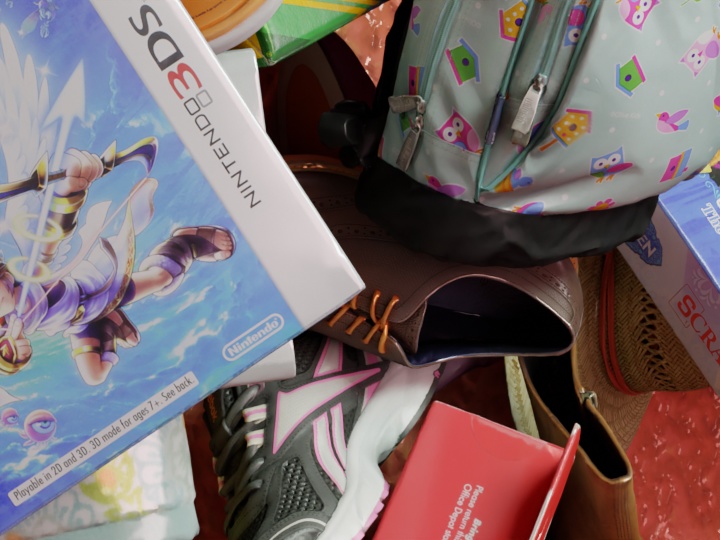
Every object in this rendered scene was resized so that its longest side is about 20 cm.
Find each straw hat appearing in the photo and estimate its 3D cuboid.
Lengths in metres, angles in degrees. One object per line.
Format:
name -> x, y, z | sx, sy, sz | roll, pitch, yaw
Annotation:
straw hat -> 0.148, 0.012, 1.422 | 0.201, 0.085, 0.201 | -15, 108, -60

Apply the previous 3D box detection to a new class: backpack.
backpack -> 0.091, -0.104, 1.230 | 0.167, 0.127, 0.200 | -14, 130, -49

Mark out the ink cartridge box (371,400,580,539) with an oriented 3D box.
ink cartridge box -> 0.036, 0.135, 1.279 | 0.067, 0.200, 0.116 | 21, 67, 6

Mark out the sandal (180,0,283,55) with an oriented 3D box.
sandal -> -0.126, -0.118, 1.140 | 0.059, 0.206, 0.079 | 38, 48, -83

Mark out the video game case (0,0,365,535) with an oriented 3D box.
video game case -> -0.130, -0.014, 1.088 | 0.200, 0.045, 0.181 | -34, 96, -7

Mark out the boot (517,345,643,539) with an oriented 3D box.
boot -> 0.127, 0.148, 1.333 | 0.068, 0.188, 0.200 | -14, 137, -6

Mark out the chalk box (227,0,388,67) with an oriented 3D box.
chalk box -> -0.029, -0.174, 1.276 | 0.200, 0.124, 0.124 | -31, 108, -38

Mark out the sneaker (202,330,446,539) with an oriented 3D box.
sneaker -> -0.036, 0.082, 1.274 | 0.086, 0.080, 0.200 | 34, 31, -4

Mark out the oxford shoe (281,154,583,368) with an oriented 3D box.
oxford shoe -> 0.000, 0.000, 1.277 | 0.200, 0.073, 0.071 | 3, 124, -8

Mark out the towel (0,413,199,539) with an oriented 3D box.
towel -> -0.171, 0.038, 1.127 | 0.200, 0.048, 0.171 | -10, 96, -10

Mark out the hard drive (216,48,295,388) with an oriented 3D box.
hard drive -> -0.132, -0.009, 1.168 | 0.200, 0.026, 0.132 | -8, 94, -9

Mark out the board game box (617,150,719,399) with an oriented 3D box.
board game box -> 0.205, -0.029, 1.393 | 0.199, 0.041, 0.200 | -20, 70, -41

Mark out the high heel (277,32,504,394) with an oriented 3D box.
high heel -> 0.026, -0.040, 1.359 | 0.096, 0.067, 0.200 | -36, 127, -28
